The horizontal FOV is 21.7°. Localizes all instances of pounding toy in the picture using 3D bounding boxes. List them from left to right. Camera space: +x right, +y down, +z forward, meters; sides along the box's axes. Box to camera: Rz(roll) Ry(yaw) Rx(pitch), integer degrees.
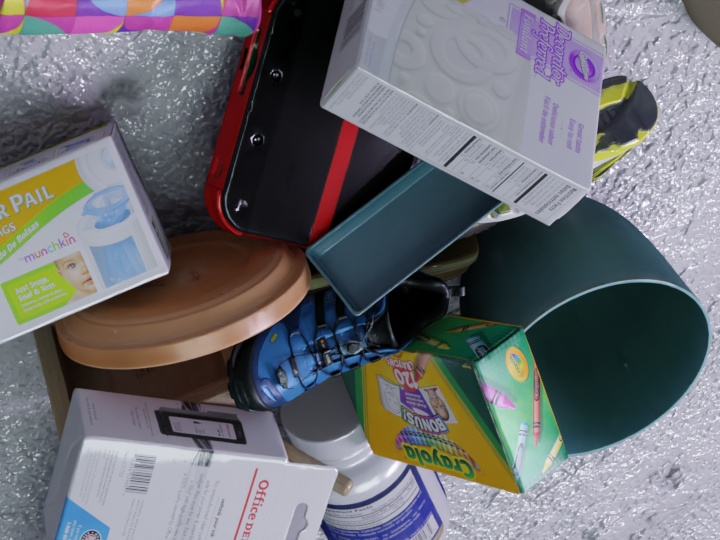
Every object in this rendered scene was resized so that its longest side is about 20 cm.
[{"bbox_3d":[-0.136,0.110,1.520,0.198,0.185,0.143,-22,136,-2],"label":"pounding toy"}]

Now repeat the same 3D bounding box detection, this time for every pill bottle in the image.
[{"bbox_3d":[0.001,0.175,1.685,0.119,0.120,0.201,-24,135,0],"label":"pill bottle"}]

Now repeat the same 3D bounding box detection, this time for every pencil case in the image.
[{"bbox_3d":[-0.166,-0.202,1.294,0.198,0.089,0.089,0,131,-20],"label":"pencil case"}]

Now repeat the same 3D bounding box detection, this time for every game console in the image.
[{"bbox_3d":[-0.018,-0.112,1.421,0.175,0.031,0.202,10,103,-31],"label":"game console"}]

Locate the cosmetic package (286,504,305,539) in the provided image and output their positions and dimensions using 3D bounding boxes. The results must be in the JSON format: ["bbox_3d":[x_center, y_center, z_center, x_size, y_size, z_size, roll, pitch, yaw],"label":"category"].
[{"bbox_3d":[-0.156,0.250,1.627,0.198,0.123,0.201,23,125,3],"label":"cosmetic package"}]

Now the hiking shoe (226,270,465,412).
[{"bbox_3d":[-0.016,0.045,1.435,0.199,0.086,0.075,-34,111,-34],"label":"hiking shoe"}]

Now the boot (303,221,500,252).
[{"bbox_3d":[0.043,-0.094,1.492,0.198,0.077,0.139,-19,124,-17],"label":"boot"}]

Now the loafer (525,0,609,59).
[{"bbox_3d":[0.158,-0.219,1.430,0.063,0.072,0.201,-32,145,-17],"label":"loafer"}]

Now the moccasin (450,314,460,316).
[{"bbox_3d":[0.057,0.072,1.653,0.077,0.074,0.202,-29,126,17],"label":"moccasin"}]

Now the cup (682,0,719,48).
[{"bbox_3d":[0.367,-0.216,1.459,0.198,0.144,0.202,-11,134,-12],"label":"cup"}]

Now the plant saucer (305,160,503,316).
[{"bbox_3d":[0.056,-0.048,1.424,0.199,0.070,0.019,-38,157,-5],"label":"plant saucer"}]

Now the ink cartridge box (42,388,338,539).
[{"bbox_3d":[-0.129,0.165,1.420,0.198,0.068,0.117,9,117,-20],"label":"ink cartridge box"}]

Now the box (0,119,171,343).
[{"bbox_3d":[-0.251,-0.018,1.382,0.198,0.101,0.113,-24,102,-1],"label":"box"}]

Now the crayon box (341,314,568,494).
[{"bbox_3d":[0.067,0.099,1.504,0.058,0.199,0.120,-33,112,-29],"label":"crayon box"}]

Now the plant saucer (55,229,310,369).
[{"bbox_3d":[-0.137,0.015,1.431,0.198,0.200,0.033,-17,112,-7],"label":"plant saucer"}]

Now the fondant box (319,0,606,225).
[{"bbox_3d":[0.078,-0.141,1.362,0.199,0.145,0.058,27,141,-19],"label":"fondant box"}]

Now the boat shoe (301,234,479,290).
[{"bbox_3d":[0.000,0.002,1.558,0.198,0.074,0.064,-12,137,-8],"label":"boat shoe"}]

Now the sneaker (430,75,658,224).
[{"bbox_3d":[0.144,-0.080,1.486,0.198,0.075,0.085,-23,162,-8],"label":"sneaker"}]

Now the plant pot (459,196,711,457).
[{"bbox_3d":[0.174,0.031,1.593,0.198,0.162,0.202,-11,134,-12],"label":"plant pot"}]
